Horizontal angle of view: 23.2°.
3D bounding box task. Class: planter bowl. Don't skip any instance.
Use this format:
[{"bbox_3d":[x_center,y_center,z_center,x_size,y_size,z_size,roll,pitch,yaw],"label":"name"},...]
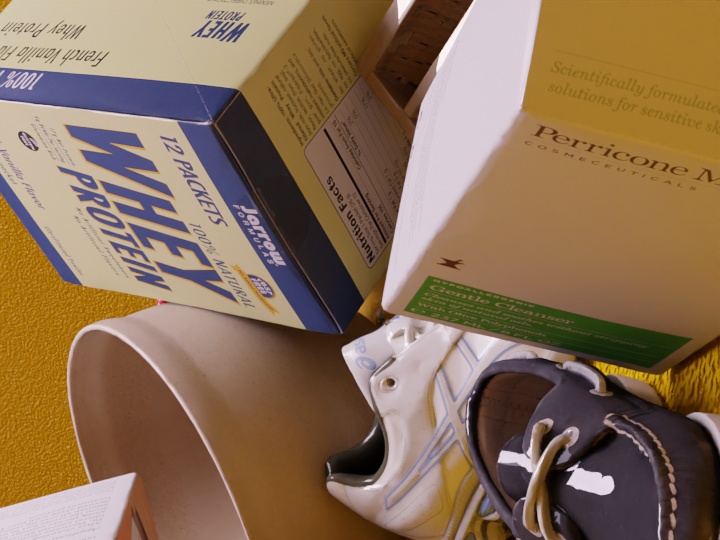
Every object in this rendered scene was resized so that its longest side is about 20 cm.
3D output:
[{"bbox_3d":[-0.045,0.096,0.899,0.200,0.134,0.201,42,145,39],"label":"planter bowl"}]

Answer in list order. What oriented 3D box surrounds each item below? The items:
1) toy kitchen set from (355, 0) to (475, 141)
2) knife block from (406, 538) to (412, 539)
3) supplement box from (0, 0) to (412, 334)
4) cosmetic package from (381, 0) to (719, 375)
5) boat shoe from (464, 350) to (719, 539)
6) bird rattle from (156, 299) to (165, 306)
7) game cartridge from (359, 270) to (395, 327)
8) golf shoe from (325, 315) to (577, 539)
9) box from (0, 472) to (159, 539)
[{"bbox_3d":[0.039,-0.090,0.640,0.164,0.199,0.181,54,127,27],"label":"toy kitchen set"},{"bbox_3d":[-0.002,0.238,0.903,0.176,0.063,0.202,158,125,-83],"label":"knife block"},{"bbox_3d":[-0.058,-0.098,0.857,0.200,0.199,0.135,-55,-46,-28],"label":"supplement box"},{"bbox_3d":[0.078,-0.039,0.519,0.200,0.107,0.086,117,166,-74],"label":"cosmetic package"},{"bbox_3d":[0.072,0.065,0.557,0.200,0.060,0.074,-105,30,-79],"label":"boat shoe"},{"bbox_3d":[-0.047,0.047,1.256,0.163,0.199,0.114,30,108,60],"label":"bird rattle"},{"bbox_3d":[0.000,0.000,0.962,0.200,0.032,0.177,-133,35,-50],"label":"game cartridge"},{"bbox_3d":[0.042,0.036,0.763,0.078,0.096,0.201,-85,11,-67],"label":"golf shoe"},{"bbox_3d":[-0.137,0.199,0.789,0.200,0.106,0.153,-104,0,-80],"label":"box"}]
